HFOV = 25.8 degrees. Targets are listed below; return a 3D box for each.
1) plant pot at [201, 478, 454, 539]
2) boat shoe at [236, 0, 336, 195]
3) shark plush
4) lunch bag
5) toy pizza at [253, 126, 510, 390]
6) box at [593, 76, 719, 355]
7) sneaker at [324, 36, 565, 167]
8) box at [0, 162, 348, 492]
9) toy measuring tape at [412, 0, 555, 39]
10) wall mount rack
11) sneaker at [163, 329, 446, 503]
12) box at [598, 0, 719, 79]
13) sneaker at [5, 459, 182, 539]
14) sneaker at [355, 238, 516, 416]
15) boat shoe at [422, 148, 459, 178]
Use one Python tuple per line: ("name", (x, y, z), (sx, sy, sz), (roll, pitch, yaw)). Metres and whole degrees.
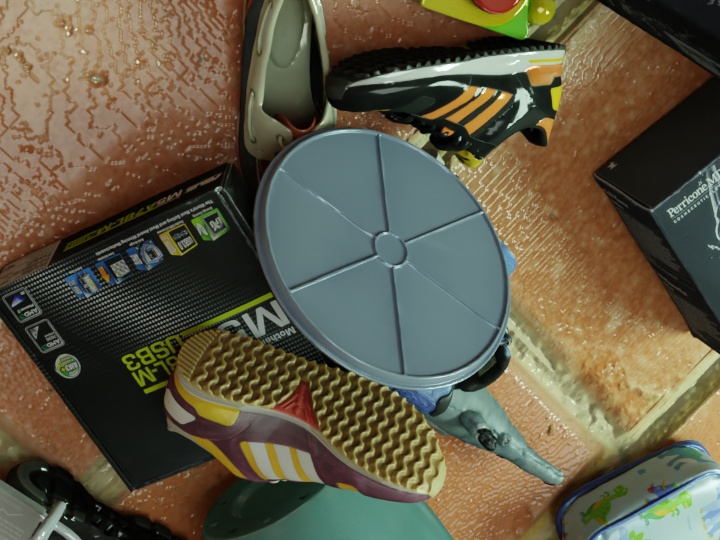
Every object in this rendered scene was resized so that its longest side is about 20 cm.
("plant pot", (-0.027, 0.224, 1.171), (0.200, 0.201, 0.162), (-32, 105, -5))
("boat shoe", (-0.049, -0.114, 1.110), (0.071, 0.063, 0.202), (-8, 112, -17))
("shark plush", (0.077, 0.120, 1.222), (0.091, 0.083, 0.200), (-40, 116, -2))
("lunch bag", (0.264, 0.255, 1.334), (0.160, 0.082, 0.201), (-26, 115, -7))
("toy pizza", (0.014, -0.007, 1.071), (0.199, 0.202, 0.032), (17, 144, -23))
("box", (0.319, -0.055, 1.230), (0.200, 0.104, 0.182), (-39, 115, -2))
("sneaker", (0.066, -0.114, 1.122), (0.199, 0.070, 0.091), (-12, 109, -32))
("box", (-0.128, 0.045, 1.109), (0.199, 0.048, 0.194), (-22, 115, 18))
("toy measuring tape", (0.054, -0.219, 1.103), (0.199, 0.074, 0.074), (15, 104, -23))
("wall mount rack", (-0.299, 0.202, 1.106), (0.199, 0.075, 0.174), (32, 116, -2))
("sneaker", (-0.039, 0.113, 1.076), (0.199, 0.075, 0.090), (26, 138, 2))
("box", (0.255, -0.200, 1.062), (0.199, 0.197, 0.118), (35, 97, 13))
("sneaker", (-0.195, 0.220, 1.183), (0.199, 0.076, 0.079), (36, 105, -17))
("sneaker", (0.071, 0.045, 1.146), (0.089, 0.200, 0.079), (37, 131, 5))
("boat shoe", (0.000, 0.000, 1.160), (0.200, 0.072, 0.068), (-42, 117, -1))
